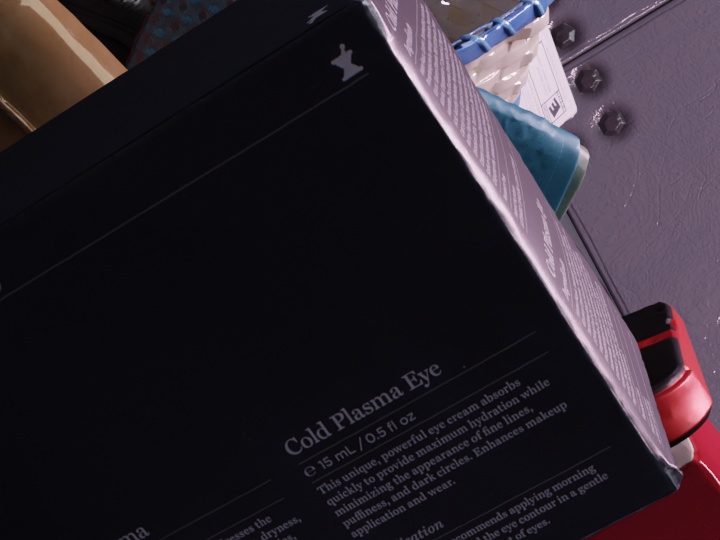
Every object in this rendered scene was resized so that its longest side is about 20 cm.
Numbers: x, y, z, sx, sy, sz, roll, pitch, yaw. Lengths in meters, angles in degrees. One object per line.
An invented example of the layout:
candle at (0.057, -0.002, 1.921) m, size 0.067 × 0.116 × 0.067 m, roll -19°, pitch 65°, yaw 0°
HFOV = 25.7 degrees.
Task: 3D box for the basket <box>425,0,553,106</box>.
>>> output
basket at (0.022, -0.154, 0.827) m, size 0.139 × 0.201 × 0.176 m, roll 31°, pitch 43°, yaw 26°

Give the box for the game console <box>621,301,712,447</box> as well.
game console at (0.079, 0.081, 0.815) m, size 0.177 × 0.199 × 0.031 m, roll -57°, pitch 124°, yaw -77°

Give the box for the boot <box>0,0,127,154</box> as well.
boot at (-0.096, -0.076, 0.561) m, size 0.200 × 0.175 × 0.066 m, roll 49°, pitch 17°, yaw -26°

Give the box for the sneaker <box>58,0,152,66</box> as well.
sneaker at (-0.091, -0.088, 0.696) m, size 0.200 × 0.091 × 0.076 m, roll 42°, pitch 45°, yaw 3°

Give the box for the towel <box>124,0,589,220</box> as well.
towel at (-0.017, -0.025, 0.651) m, size 0.199 × 0.147 × 0.022 m, roll 21°, pitch 14°, yaw -23°

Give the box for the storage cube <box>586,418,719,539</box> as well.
storage cube at (0.187, 0.215, 0.964) m, size 0.180 × 0.200 × 0.171 m, roll 53°, pitch 13°, yaw 0°

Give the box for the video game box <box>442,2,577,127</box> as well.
video game box at (0.048, -0.145, 1.000) m, size 0.182 × 0.047 × 0.201 m, roll -42°, pitch 118°, yaw -41°

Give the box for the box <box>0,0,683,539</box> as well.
box at (-0.031, 0.023, 0.512) m, size 0.183 × 0.199 × 0.104 m, roll 55°, pitch 14°, yaw -21°
